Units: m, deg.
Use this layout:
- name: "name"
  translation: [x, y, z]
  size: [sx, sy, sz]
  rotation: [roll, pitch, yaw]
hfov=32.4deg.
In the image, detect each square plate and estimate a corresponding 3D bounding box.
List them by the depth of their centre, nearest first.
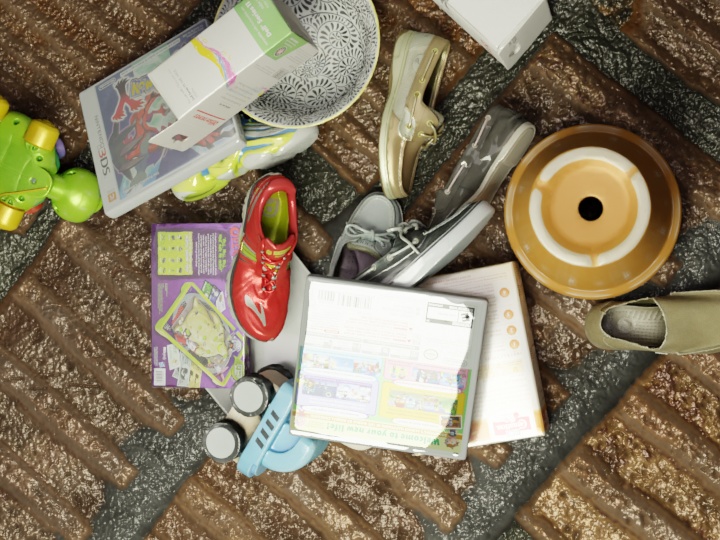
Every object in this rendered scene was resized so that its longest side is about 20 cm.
- name: "square plate"
  translation: [-0.114, 0.083, 1.513]
  size: [0.198, 0.028, 0.200]
  rotation: [-42, 83, 9]

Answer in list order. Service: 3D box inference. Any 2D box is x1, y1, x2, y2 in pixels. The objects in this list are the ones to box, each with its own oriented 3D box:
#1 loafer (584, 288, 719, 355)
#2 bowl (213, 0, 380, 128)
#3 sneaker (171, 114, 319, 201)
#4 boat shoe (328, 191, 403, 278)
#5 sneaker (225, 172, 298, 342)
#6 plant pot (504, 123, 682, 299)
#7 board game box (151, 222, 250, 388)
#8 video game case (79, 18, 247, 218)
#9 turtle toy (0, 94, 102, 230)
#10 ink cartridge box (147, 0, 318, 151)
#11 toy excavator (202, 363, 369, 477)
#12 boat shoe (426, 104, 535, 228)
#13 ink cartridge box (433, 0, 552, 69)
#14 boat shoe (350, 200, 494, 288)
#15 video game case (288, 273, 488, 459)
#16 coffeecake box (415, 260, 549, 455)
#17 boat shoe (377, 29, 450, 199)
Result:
- name: "loafer"
  translation: [0.352, 0.062, 1.393]
  size: [0.200, 0.067, 0.076]
  rotation: [-8, 89, 12]
- name: "bowl"
  translation: [-0.066, -0.263, 1.465]
  size: [0.200, 0.094, 0.201]
  rotation: [0, 91, 13]
- name: "sneaker"
  translation: [-0.153, -0.164, 1.494]
  size: [0.200, 0.076, 0.105]
  rotation: [-23, 85, 12]
- name: "boat shoe"
  translation: [-0.002, 0.000, 1.455]
  size: [0.074, 0.065, 0.202]
  rotation: [23, 80, 4]
- name: "sneaker"
  translation: [-0.110, -0.015, 1.443]
  size: [0.077, 0.085, 0.200]
  rotation: [3, 89, -19]
- name: "plant pot"
  translation: [0.251, -0.066, 1.354]
  size: [0.200, 0.183, 0.201]
  rotation: [0, 91, 12]
- name: "board game box"
  translation: [-0.193, 0.042, 1.502]
  size: [0.120, 0.032, 0.200]
  rotation: [1, 91, 15]
- name: "video game case"
  translation: [-0.243, -0.184, 1.497]
  size: [0.200, 0.023, 0.183]
  rotation: [-26, 64, 18]
- name: "turtle toy"
  translation: [-0.413, -0.123, 1.537]
  size: [0.200, 0.101, 0.146]
  rotation: [28, 97, 10]
- name: "ink cartridge box"
  translation: [-0.155, -0.219, 1.376]
  size: [0.200, 0.117, 0.067]
  rotation: [-35, 83, 10]
- name: "toy excavator"
  translation: [-0.050, 0.177, 1.432]
  size: [0.200, 0.100, 0.195]
  rotation: [33, 101, 10]
- name: "boat shoe"
  translation: [0.126, -0.102, 1.445]
  size: [0.057, 0.067, 0.200]
  rotation: [39, 97, 25]
- name: "ink cartridge box"
  translation: [0.117, -0.330, 1.398]
  size: [0.200, 0.147, 0.083]
  rotation: [44, 99, 7]
- name: "boat shoe"
  translation: [0.058, -0.022, 1.388]
  size: [0.199, 0.074, 0.068]
  rotation: [-41, 80, 11]
- name: "video game case"
  translation: [0.029, 0.106, 1.360]
  size: [0.200, 0.022, 0.182]
  rotation: [8, 100, 4]
- name: "coffeecake box"
  translation: [0.124, 0.101, 1.439]
  size: [0.153, 0.073, 0.200]
  rotation: [-11, 88, 13]
- name: "boat shoe"
  translation: [0.065, -0.181, 1.448]
  size: [0.066, 0.074, 0.200]
  rotation: [7, 92, 17]
